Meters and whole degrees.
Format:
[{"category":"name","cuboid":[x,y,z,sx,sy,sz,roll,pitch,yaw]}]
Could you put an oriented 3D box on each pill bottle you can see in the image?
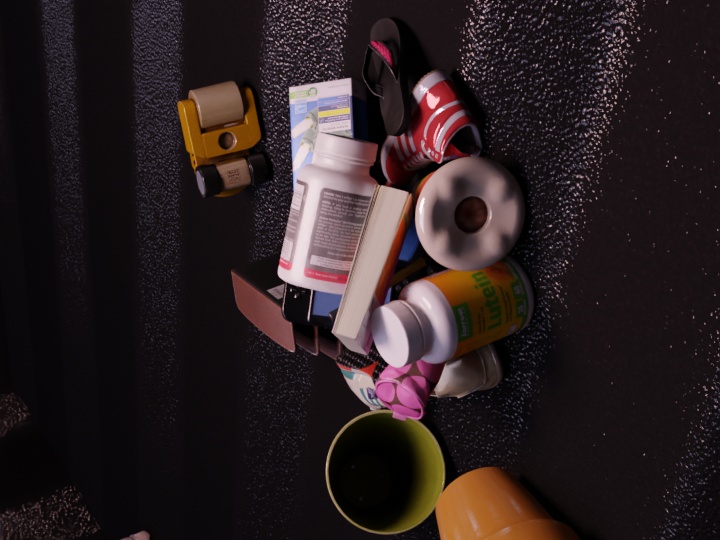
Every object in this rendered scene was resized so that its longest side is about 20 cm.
[{"category":"pill bottle","cuboid":[-0.037,-0.077,1.605,0.111,0.110,0.201,23,103,53]},{"category":"pill bottle","cuboid":[0.117,0.055,1.580,0.111,0.200,0.111,36,136,45]}]

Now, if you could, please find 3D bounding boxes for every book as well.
[{"category":"book","cuboid":[0.021,0.004,1.594,0.048,0.201,0.134,16,169,12]}]

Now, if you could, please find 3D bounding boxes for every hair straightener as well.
[{"category":"hair straightener","cuboid":[0.012,-0.114,1.834,0.077,0.041,0.200,60,153,18]}]

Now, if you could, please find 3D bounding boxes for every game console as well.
[{"category":"game console","cuboid":[0.003,-0.003,1.718,0.119,0.199,0.173,153,125,-74]}]

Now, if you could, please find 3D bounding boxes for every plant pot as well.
[{"category":"plant pot","cuboid":[0.024,0.328,1.948,0.200,0.187,0.188,126,122,-74]},{"category":"plant pot","cuboid":[0.192,0.380,1.676,0.183,0.199,0.201,-118,27,-46]}]

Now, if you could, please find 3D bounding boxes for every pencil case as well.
[{"category":"pencil case","cuboid":[0.093,0.108,1.669,0.091,0.200,0.094,19,146,25]}]

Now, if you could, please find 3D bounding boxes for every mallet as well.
[{"category":"mallet","cuboid":[0.047,0.020,1.689,0.041,0.200,0.066,53,179,40]}]

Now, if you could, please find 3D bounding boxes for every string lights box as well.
[{"category":"string lights box","cuboid":[-0.043,-0.169,1.763,0.102,0.059,0.201,-6,83,23]}]

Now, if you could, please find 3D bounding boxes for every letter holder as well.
[{"category":"letter holder","cuboid":[-0.126,0.081,2.109,0.200,0.100,0.143,33,135,47]}]

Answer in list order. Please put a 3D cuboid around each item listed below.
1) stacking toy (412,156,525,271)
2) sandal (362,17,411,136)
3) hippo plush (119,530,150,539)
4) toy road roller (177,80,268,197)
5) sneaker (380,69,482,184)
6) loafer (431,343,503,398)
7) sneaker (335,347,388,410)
[{"category":"stacking toy","cuboid":[0.119,-0.088,1.608,0.200,0.146,0.147,-138,36,-71]},{"category":"sandal","cuboid":[0.031,-0.267,1.632,0.075,0.045,0.201,123,148,-47]},{"category":"hippo plush","cuboid":[-0.644,0.822,3.349,0.200,0.159,0.161,-33,77,59]},{"category":"toy road roller","cuboid":[-0.249,-0.227,2.119,0.146,0.123,0.201,-148,46,-63]},{"category":"sneaker","cuboid":[0.094,-0.158,1.626,0.113,0.071,0.200,58,146,27]},{"category":"loafer","cuboid":[0.134,0.149,1.741,0.200,0.068,0.076,-33,78,60]},{"category":"sneaker","cuboid":[0.042,0.188,1.939,0.200,0.070,0.094,25,145,49]}]
